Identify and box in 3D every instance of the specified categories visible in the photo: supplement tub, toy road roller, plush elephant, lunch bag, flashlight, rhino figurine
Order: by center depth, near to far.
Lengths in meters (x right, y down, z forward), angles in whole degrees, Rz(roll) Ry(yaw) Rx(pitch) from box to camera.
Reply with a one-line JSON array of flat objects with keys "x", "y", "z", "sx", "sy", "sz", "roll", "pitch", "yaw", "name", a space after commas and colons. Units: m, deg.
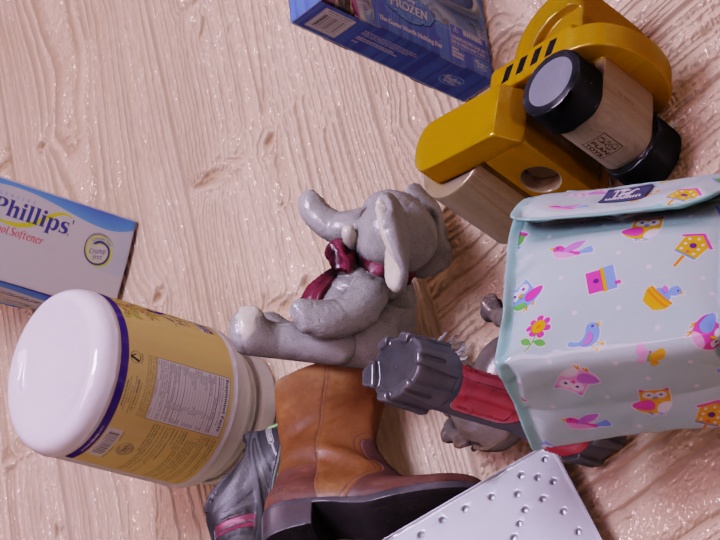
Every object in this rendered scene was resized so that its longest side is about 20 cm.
[{"x": 0.189, "y": 0.010, "z": 1.588, "sx": 0.170, "sy": 0.122, "sz": 0.200, "roll": -8, "pitch": 47, "yaw": 19, "name": "lunch bag"}, {"x": 0.103, "y": 0.089, "z": 1.641, "sx": 0.068, "sy": 0.200, "sz": 0.068, "roll": 41, "pitch": 107, "yaw": 51, "name": "flashlight"}, {"x": 0.126, "y": 0.051, "z": 1.739, "sx": 0.200, "sy": 0.060, "sz": 0.087, "roll": -59, "pitch": 30, "yaw": -3, "name": "rhino figurine"}, {"x": 0.148, "y": -0.123, "z": 1.747, "sx": 0.200, "sy": 0.123, "sz": 0.146, "roll": -29, "pitch": 40, "yaw": 39, "name": "toy road roller"}, {"x": 0.000, "y": 0.000, "z": 1.831, "sx": 0.199, "sy": 0.165, "sz": 0.156, "roll": 7, "pitch": 88, "yaw": 12, "name": "plush elephant"}, {"x": -0.187, "y": 0.107, "z": 1.978, "sx": 0.145, "sy": 0.200, "sz": 0.146, "roll": -21, "pitch": 60, "yaw": 43, "name": "supplement tub"}]

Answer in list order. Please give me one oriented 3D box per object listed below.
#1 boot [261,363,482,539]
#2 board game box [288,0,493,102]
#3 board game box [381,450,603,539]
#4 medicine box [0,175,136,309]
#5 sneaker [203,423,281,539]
[{"x": 0.015, "y": 0.142, "z": 1.826, "sx": 0.188, "sy": 0.069, "sz": 0.200, "roll": -18, "pitch": 34, "yaw": 18, "name": "boot"}, {"x": 0.018, "y": -0.261, "z": 1.884, "sx": 0.043, "sy": 0.200, "sz": 0.200, "roll": -31, "pitch": 54, "yaw": 36, "name": "board game box"}, {"x": 0.094, "y": 0.252, "z": 1.662, "sx": 0.200, "sy": 0.026, "sz": 0.200, "roll": -31, "pitch": 49, "yaw": 5, "name": "board game box"}, {"x": -0.354, "y": -0.028, "z": 2.245, "sx": 0.200, "sy": 0.182, "sz": 0.103, "roll": 5, "pitch": 79, "yaw": 51, "name": "medicine box"}, {"x": -0.090, "y": 0.219, "z": 1.897, "sx": 0.084, "sy": 0.077, "sz": 0.201, "roll": 1, "pitch": 57, "yaw": 30, "name": "sneaker"}]
